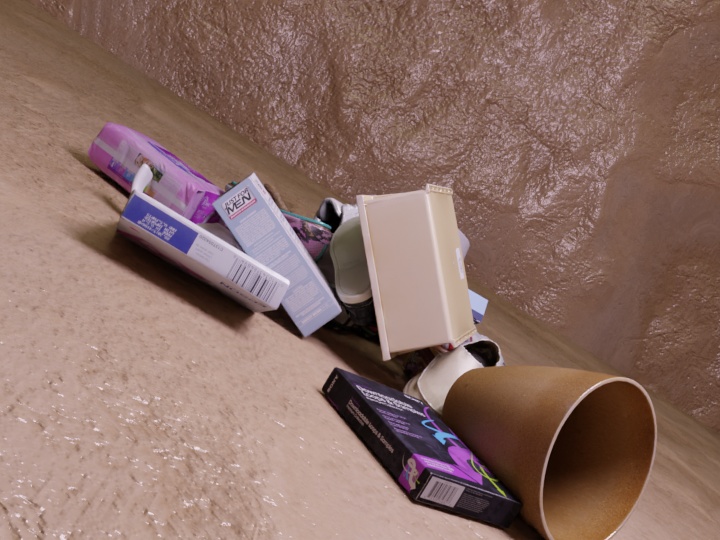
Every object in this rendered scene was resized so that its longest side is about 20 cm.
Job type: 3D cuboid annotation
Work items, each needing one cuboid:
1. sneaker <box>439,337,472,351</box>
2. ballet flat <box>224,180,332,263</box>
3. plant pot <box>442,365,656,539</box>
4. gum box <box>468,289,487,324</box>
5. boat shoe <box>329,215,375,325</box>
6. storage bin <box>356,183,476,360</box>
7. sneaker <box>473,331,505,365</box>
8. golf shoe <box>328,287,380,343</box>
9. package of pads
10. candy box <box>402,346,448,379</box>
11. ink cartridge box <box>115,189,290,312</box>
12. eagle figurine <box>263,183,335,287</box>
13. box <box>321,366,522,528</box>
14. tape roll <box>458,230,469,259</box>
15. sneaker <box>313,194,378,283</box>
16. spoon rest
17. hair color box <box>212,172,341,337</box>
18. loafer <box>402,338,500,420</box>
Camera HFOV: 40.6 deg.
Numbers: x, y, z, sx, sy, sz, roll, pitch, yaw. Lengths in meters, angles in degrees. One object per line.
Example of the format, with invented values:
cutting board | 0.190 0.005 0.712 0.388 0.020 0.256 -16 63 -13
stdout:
sneaker | 0.114 0.097 1.482 0.111 0.072 0.200 22 -2 5
ballet flat | -0.126 -0.061 1.335 0.198 0.072 0.069 26 -3 31
plant pot | 0.189 0.180 1.070 0.185 0.189 0.199 25 -4 -38
gum box | 0.083 0.042 1.594 0.169 0.045 0.199 29 -20 -21
boat shoe | 0.002 0.000 1.292 0.200 0.073 0.067 -97 173 -57
storage bin | 0.079 -0.003 1.261 0.092 0.203 0.198 -10 0 15
sneaker | 0.185 0.148 1.587 0.199 0.076 0.081 12 39 -56
golf shoe | -0.010 0.041 1.400 0.077 0.089 0.199 38 11 34
package of pads | -0.285 -0.129 1.405 0.199 0.076 0.120 36 8 21
candy box | 0.162 0.175 1.357 0.198 0.057 0.117 31 8 -15
ink cartridge box | -0.188 -0.014 1.124 0.195 0.044 0.200 31 -13 -11
eagle figurine | -0.076 -0.020 1.490 0.201 0.149 0.153 68 20 -50
box | 0.060 0.179 1.002 0.142 0.036 0.200 26 9 -38
tape roll | 0.080 -0.024 1.742 0.200 0.141 0.203 24 -12 6
sneaker | -0.018 -0.070 1.405 0.077 0.100 0.200 -6 29 30
spoon rest | -0.219 -0.050 1.241 0.199 0.061 0.100 39 -14 10
hair color box | -0.104 -0.022 1.229 0.201 0.060 0.099 56 2 -9
loafer | 0.117 0.132 1.211 0.076 0.069 0.200 42 31 9
